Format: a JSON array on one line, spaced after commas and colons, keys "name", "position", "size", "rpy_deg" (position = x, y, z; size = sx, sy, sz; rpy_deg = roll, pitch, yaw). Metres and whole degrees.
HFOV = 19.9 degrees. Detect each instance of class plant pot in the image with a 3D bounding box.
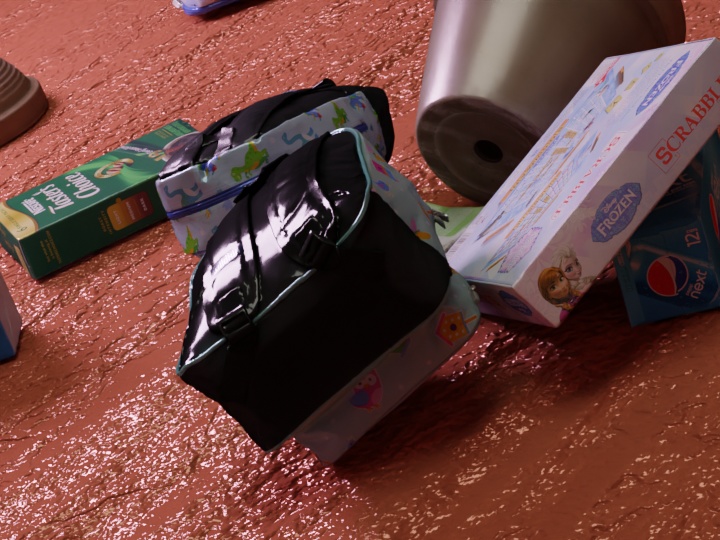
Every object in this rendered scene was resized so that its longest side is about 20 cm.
[{"name": "plant pot", "position": [-0.443, -0.184, 2.205], "size": [0.199, 0.093, 0.201], "rpy_deg": [-17, 22, 7]}, {"name": "plant pot", "position": [0.125, -0.148, 1.550], "size": [0.199, 0.201, 0.174], "rpy_deg": [-2, 44, 37]}]

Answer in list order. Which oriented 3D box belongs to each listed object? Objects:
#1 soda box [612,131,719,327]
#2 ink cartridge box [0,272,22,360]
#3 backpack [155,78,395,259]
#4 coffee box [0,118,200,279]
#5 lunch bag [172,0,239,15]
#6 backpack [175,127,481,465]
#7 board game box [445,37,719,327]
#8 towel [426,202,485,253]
[{"name": "soda box", "position": [0.207, -0.044, 1.371], "size": [0.064, 0.068, 0.200], "rpy_deg": [-13, 24, 16]}, {"name": "ink cartridge box", "position": [-0.382, 0.038, 1.628], "size": [0.198, 0.117, 0.067], "rpy_deg": [-20, 23, 4]}, {"name": "backpack", "position": [-0.072, -0.069, 1.581], "size": [0.162, 0.155, 0.200], "rpy_deg": [-15, -5, 20]}, {"name": "coffee box", "position": [-0.221, -0.065, 1.813], "size": [0.199, 0.044, 0.123], "rpy_deg": [-26, 24, -13]}, {"name": "lunch bag", "position": [-0.127, -0.355, 2.344], "size": [0.198, 0.076, 0.161], "rpy_deg": [-20, 25, 1]}, {"name": "backpack", "position": [-0.023, 0.010, 1.303], "size": [0.176, 0.153, 0.200], "rpy_deg": [-44, 26, 13]}, {"name": "board game box", "position": [0.144, -0.056, 1.327], "size": [0.200, 0.041, 0.199], "rpy_deg": [-51, 11, -6]}, {"name": "towel", "position": [0.000, 0.000, 1.500], "size": [0.148, 0.031, 0.200], "rpy_deg": [7, 36, 47]}]
